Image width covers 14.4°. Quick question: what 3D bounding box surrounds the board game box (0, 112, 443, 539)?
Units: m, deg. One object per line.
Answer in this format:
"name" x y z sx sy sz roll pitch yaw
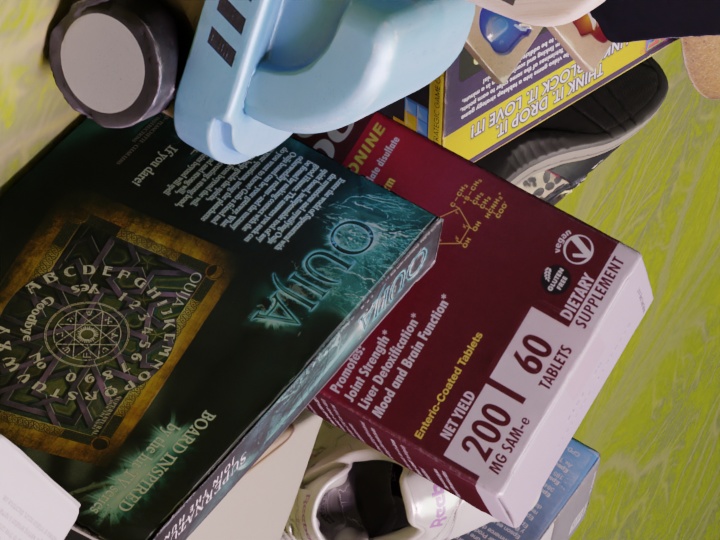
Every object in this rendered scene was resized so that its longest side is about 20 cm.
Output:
"board game box" -0.078 0.015 1.002 0.200 0.135 0.028 -47 158 -39

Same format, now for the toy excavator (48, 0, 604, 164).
"toy excavator" 0.017 -0.106 0.971 0.100 0.199 0.195 -32 147 -57

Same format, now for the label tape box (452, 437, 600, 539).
"label tape box" 0.010 0.139 1.447 0.200 0.144 0.063 -49 162 -34

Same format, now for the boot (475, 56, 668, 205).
"boot" 0.052 -0.028 1.383 0.203 0.073 0.154 -32 158 -36

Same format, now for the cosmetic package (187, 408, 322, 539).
"cosmetic package" -0.108 0.088 1.086 0.200 0.103 0.073 -33 147 -60

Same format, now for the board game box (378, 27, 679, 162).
"board game box" 0.084 -0.155 1.222 0.199 0.057 0.166 -31 138 -35

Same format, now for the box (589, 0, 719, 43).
"box" 0.130 -0.227 1.075 0.197 0.117 0.200 49 66 -25

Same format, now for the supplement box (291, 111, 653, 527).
"supplement box" 0.000 0.000 1.092 0.109 0.199 0.061 -58 162 -9

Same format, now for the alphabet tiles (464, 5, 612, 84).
"alphabet tiles" 0.061 -0.180 1.117 0.200 0.008 0.168 46 68 -33

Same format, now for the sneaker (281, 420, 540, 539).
"sneaker" -0.012 0.097 1.322 0.099 0.199 0.075 -18 94 -42

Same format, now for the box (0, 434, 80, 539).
"box" -0.193 0.115 0.834 0.201 0.124 0.098 -58 163 -10

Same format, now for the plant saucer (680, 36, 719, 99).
"plant saucer" 0.205 -0.170 1.301 0.200 0.035 0.201 -45 145 -44
